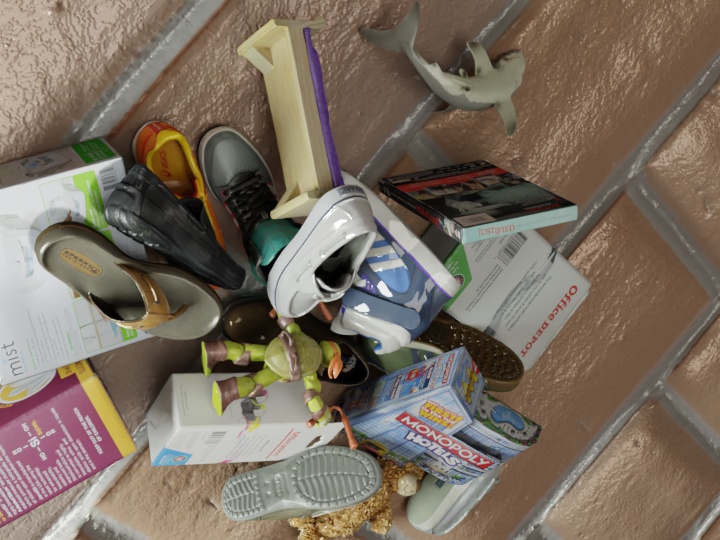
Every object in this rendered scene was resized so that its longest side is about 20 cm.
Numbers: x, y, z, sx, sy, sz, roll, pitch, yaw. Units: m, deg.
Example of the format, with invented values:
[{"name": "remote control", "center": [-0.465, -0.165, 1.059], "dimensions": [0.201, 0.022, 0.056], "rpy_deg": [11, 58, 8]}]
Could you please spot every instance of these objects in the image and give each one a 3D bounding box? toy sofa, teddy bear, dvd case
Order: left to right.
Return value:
[{"name": "toy sofa", "center": [-0.052, -0.157, 1.163], "dimensions": [0.097, 0.083, 0.200], "rpy_deg": [-6, 80, -34]}, {"name": "teddy bear", "center": [0.000, 0.285, 1.411], "dimensions": [0.200, 0.067, 0.145], "rpy_deg": [-12, 115, -21]}, {"name": "dvd case", "center": [0.128, -0.081, 1.262], "dimensions": [0.146, 0.200, 0.022], "rpy_deg": [-12, 113, -22]}]

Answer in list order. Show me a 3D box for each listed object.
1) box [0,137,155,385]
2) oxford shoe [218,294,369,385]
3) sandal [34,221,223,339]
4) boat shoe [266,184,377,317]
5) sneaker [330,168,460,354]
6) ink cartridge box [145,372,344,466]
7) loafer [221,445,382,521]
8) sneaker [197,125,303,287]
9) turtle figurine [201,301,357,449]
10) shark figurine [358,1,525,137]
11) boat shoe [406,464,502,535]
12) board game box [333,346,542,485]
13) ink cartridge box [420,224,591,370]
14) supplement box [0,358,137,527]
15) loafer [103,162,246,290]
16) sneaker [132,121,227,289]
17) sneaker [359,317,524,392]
[{"name": "box", "center": [-0.312, -0.010, 1.134], "dimensions": [0.176, 0.097, 0.200], "rpy_deg": [-19, 116, -18]}, {"name": "oxford shoe", "center": [-0.070, 0.082, 1.294], "dimensions": [0.200, 0.084, 0.073], "rpy_deg": [20, 100, -28]}, {"name": "sandal", "center": [-0.225, 0.020, 1.090], "dimensions": [0.200, 0.055, 0.082], "rpy_deg": [34, 111, -32]}, {"name": "boat shoe", "center": [-0.040, -0.001, 1.142], "dimensions": [0.073, 0.065, 0.200], "rpy_deg": [-8, 148, -28]}, {"name": "sneaker", "center": [0.000, 0.000, 1.273], "dimensions": [0.146, 0.081, 0.200], "rpy_deg": [-44, 87, 5]}, {"name": "ink cartridge box", "center": [-0.131, 0.168, 1.273], "dimensions": [0.200, 0.068, 0.115], "rpy_deg": [2, 150, -27]}, {"name": "loafer", "center": [-0.065, 0.256, 1.329], "dimensions": [0.200, 0.075, 0.070], "rpy_deg": [-11, 160, 17]}, {"name": "sneaker", "center": [-0.106, -0.056, 1.203], "dimensions": [0.084, 0.121, 0.200], "rpy_deg": [-32, 119, -12]}, {"name": "turtle figurine", "center": [-0.083, 0.108, 1.208], "dimensions": [0.161, 0.064, 0.200], "rpy_deg": [-11, 72, -21]}, {"name": "shark figurine", "center": [0.099, -0.211, 1.277], "dimensions": [0.214, 0.089, 0.128], "rpy_deg": [9, 70, -36]}, {"name": "boat shoe", "center": [0.145, 0.268, 1.481], "dimensions": [0.201, 0.070, 0.072], "rpy_deg": [-49, 132, 2]}, {"name": "board game box", "center": [0.102, 0.176, 1.317], "dimensions": [0.200, 0.200, 0.062], "rpy_deg": [32, 52, -12]}, {"name": "ink cartridge box", "center": [0.167, 0.010, 1.381], "dimensions": [0.200, 0.083, 0.147], "rpy_deg": [40, 88, -30]}, {"name": "supplement box", "center": [-0.353, 0.173, 1.163], "dimensions": [0.200, 0.131, 0.103], "rpy_deg": [-30, 117, -14]}, {"name": "loafer", "center": [-0.174, -0.039, 1.128], "dimensions": [0.201, 0.068, 0.070], "rpy_deg": [41, 71, -52]}, {"name": "sneaker", "center": [-0.189, -0.060, 1.188], "dimensions": [0.073, 0.077, 0.200], "rpy_deg": [-30, 120, -15]}, {"name": "sneaker", "center": [0.092, 0.109, 1.347], "dimensions": [0.200, 0.067, 0.090], "rpy_deg": [20, 139, 6]}]
